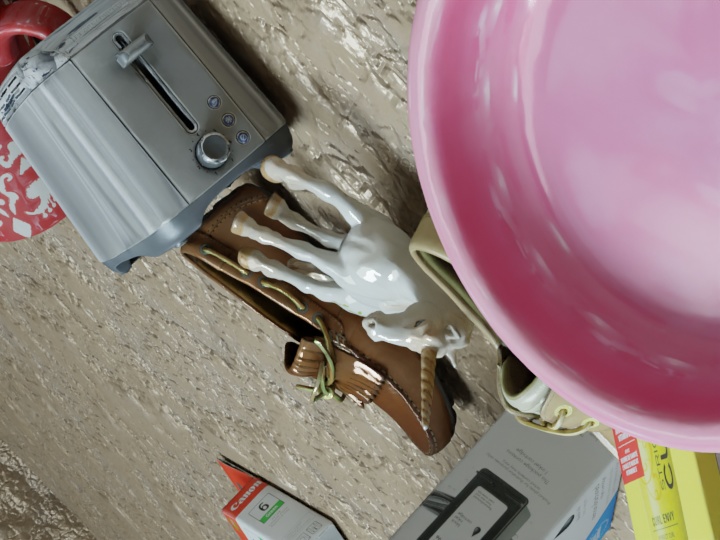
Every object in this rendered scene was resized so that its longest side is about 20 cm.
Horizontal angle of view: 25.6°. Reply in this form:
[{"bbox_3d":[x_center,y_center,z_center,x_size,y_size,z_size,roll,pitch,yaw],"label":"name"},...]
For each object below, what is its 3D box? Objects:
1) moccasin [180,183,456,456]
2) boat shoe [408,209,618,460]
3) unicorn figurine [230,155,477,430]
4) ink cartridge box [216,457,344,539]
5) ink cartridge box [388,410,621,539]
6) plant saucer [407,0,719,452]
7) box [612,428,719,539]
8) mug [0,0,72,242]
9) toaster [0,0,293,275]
[{"bbox_3d":[-0.024,0.040,0.956,0.201,0.078,0.074,46,160,-10],"label":"moccasin"},{"bbox_3d":[0.092,0.040,0.748,0.201,0.066,0.074,52,159,-14],"label":"boat shoe"},{"bbox_3d":[0.000,0.000,0.825,0.136,0.075,0.200,27,-172,5],"label":"unicorn figurine"},{"bbox_3d":[-0.075,0.257,1.506,0.199,0.050,0.110,19,147,50],"label":"ink cartridge box"},{"bbox_3d":[0.056,0.171,0.869,0.068,0.200,0.116,36,158,23],"label":"ink cartridge box"},{"bbox_3d":[0.102,-0.044,0.510,0.199,0.051,0.203,22,122,38],"label":"plant saucer"},{"bbox_3d":[0.129,0.065,0.595,0.075,0.049,0.203,131,130,-70],"label":"box"},{"bbox_3d":[-0.257,-0.113,1.071,0.177,0.133,0.201,32,159,37],"label":"mug"},{"bbox_3d":[-0.129,-0.081,0.902,0.130,0.113,0.200,53,161,-8],"label":"toaster"}]
